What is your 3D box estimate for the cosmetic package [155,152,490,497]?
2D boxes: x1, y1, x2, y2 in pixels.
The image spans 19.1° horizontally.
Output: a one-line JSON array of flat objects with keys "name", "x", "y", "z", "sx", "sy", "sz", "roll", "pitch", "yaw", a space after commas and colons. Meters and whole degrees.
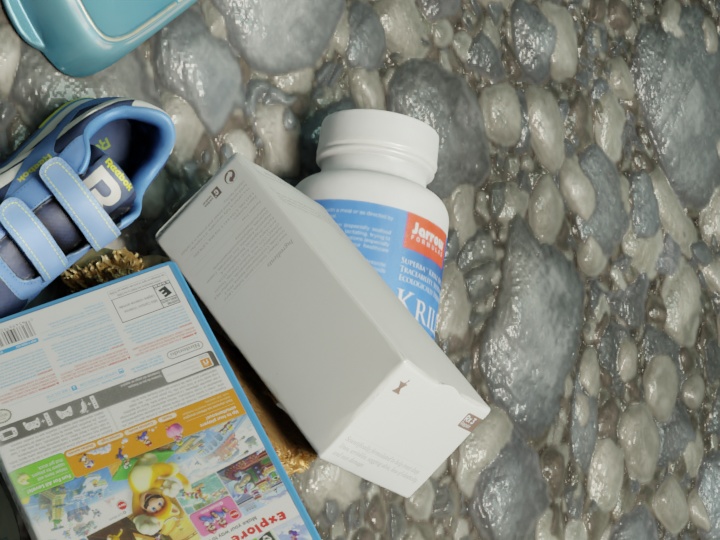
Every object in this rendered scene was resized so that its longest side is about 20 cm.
[{"name": "cosmetic package", "x": -0.023, "y": 0.032, "z": 1.288, "sx": 0.081, "sy": 0.200, "sz": 0.113, "roll": -45, "pitch": 143, "yaw": 10}]

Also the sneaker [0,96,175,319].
[{"name": "sneaker", "x": -0.182, "y": -0.036, "z": 1.250, "sx": 0.074, "sy": 0.082, "sz": 0.200, "roll": 56, "pitch": 52, "yaw": -28}]

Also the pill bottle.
[{"name": "pill bottle", "x": 0.000, "y": 0.000, "z": 1.421, "sx": 0.112, "sy": 0.112, "sz": 0.202, "roll": 23, "pitch": 69, "yaw": -43}]

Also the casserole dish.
[{"name": "casserole dish", "x": -0.146, "y": -0.206, "z": 1.344, "sx": 0.200, "sy": 0.039, "sz": 0.122, "roll": -45, "pitch": 118, "yaw": -42}]

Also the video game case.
[{"name": "video game case", "x": -0.127, "y": 0.098, "z": 1.182, "sx": 0.142, "sy": 0.018, "sz": 0.201, "roll": -19, "pitch": 62, "yaw": -22}]

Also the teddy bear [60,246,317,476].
[{"name": "teddy bear", "x": -0.109, "y": 0.061, "z": 1.280, "sx": 0.200, "sy": 0.067, "sz": 0.145, "roll": 46, "pitch": 20, "yaw": 14}]

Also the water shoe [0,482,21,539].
[{"name": "water shoe", "x": -0.252, "y": 0.101, "z": 1.163, "sx": 0.079, "sy": 0.071, "sz": 0.201, "roll": -41, "pitch": 114, "yaw": -40}]
